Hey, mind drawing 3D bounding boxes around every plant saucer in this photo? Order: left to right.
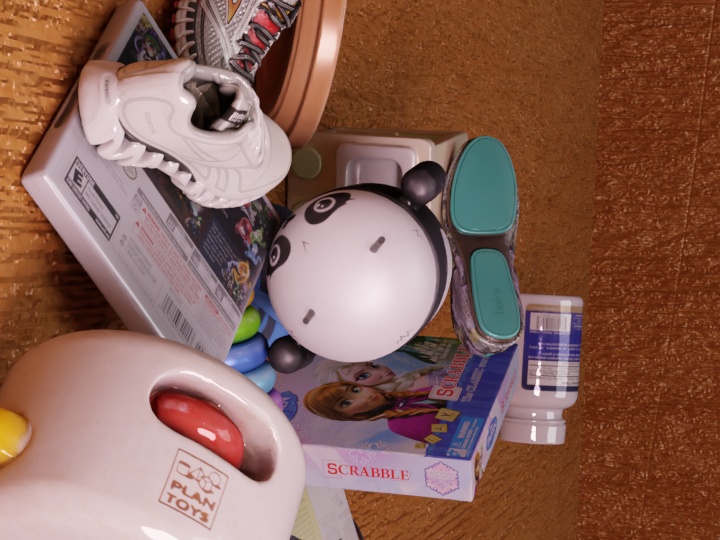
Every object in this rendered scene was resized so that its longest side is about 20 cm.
[{"bbox_3d":[-0.048,-0.194,1.401,0.200,0.032,0.201,-173,-90,-76],"label":"plant saucer"}]

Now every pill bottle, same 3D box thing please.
[{"bbox_3d":[0.237,0.131,2.486,0.120,0.119,0.200,4,90,-75],"label":"pill bottle"}]

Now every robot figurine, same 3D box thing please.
[{"bbox_3d":[0.000,-0.002,1.315,0.200,0.125,0.151,-32,121,-80],"label":"robot figurine"}]

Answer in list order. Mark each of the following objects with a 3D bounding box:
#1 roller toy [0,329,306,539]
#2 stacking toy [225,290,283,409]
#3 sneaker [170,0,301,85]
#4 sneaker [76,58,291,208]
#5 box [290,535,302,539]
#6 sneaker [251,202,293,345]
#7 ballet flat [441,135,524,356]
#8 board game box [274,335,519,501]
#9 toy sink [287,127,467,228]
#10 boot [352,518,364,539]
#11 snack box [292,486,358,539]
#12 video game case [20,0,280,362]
[{"bbox_3d":[-0.131,0.135,1.016,0.200,0.182,0.140,77,23,-47],"label":"roller toy"},{"bbox_3d":[-0.101,0.033,1.313,0.085,0.085,0.200,-43,130,-68],"label":"stacking toy"},{"bbox_3d":[-0.084,-0.185,1.292,0.078,0.082,0.200,53,38,-67],"label":"sneaker"},{"bbox_3d":[-0.091,-0.089,1.162,0.200,0.081,0.075,16,63,-61],"label":"sneaker"},{"bbox_3d":[-0.113,0.269,1.261,0.182,0.104,0.200,49,47,-67],"label":"box"},{"bbox_3d":[-0.062,0.013,1.447,0.200,0.078,0.066,73,24,-56],"label":"sneaker"},{"bbox_3d":[0.100,-0.017,1.577,0.072,0.072,0.201,62,24,-62],"label":"ballet flat"},{"bbox_3d":[0.016,0.115,1.523,0.200,0.199,0.041,-59,149,-61],"label":"board game box"},{"bbox_3d":[0.010,-0.067,1.595,0.200,0.130,0.112,-31,123,-70],"label":"toy sink"},{"bbox_3d":[-0.064,0.262,1.572,0.200,0.068,0.189,52,45,-52],"label":"boot"},{"bbox_3d":[-0.059,0.231,1.481,0.200,0.037,0.116,-23,98,-66],"label":"snack box"},{"bbox_3d":[-0.128,-0.044,1.184,0.200,0.023,0.182,58,34,-32],"label":"video game case"}]
